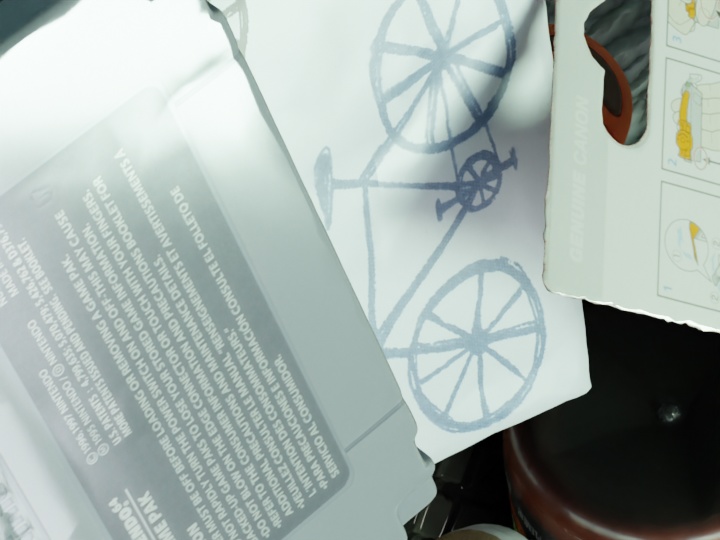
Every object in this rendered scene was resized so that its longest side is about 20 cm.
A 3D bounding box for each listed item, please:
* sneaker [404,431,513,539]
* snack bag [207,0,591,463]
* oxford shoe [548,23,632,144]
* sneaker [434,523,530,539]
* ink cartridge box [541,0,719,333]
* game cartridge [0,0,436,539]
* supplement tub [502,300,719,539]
[{"bbox_3d":[-0.002,0.105,0.989,0.075,0.079,0.200,25,88,-56],"label":"sneaker"},{"bbox_3d":[-0.024,-0.009,0.775,0.200,0.021,0.189,-26,122,-28],"label":"snack bag"},{"bbox_3d":[0.000,0.000,0.872,0.200,0.071,0.073,-41,180,-14],"label":"oxford shoe"},{"bbox_3d":[0.053,0.158,0.960,0.108,0.070,0.200,-20,130,-43],"label":"sneaker"},{"bbox_3d":[0.129,-0.040,0.849,0.200,0.163,0.050,14,159,-26],"label":"ink cartridge box"},{"bbox_3d":[-0.065,0.024,0.720,0.133,0.040,0.200,-40,127,-22],"label":"game cartridge"},{"bbox_3d":[0.105,0.096,0.970,0.107,0.107,0.200,-37,148,-17],"label":"supplement tub"}]
